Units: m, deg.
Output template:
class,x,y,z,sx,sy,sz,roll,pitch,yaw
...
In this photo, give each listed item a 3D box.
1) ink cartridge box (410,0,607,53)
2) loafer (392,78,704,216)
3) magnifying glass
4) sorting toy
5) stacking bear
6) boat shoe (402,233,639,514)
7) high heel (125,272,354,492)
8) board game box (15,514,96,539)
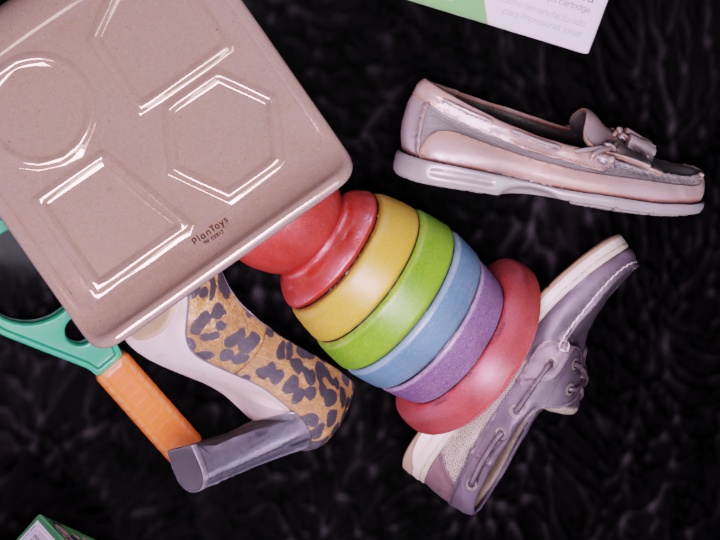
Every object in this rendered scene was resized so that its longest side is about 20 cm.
class,x,y,z,sx,sy,sz,roll,pitch,yaw
ink cartridge box,0.093,-0.247,1.711,0.146,0.084,0.201,14,105,-21
loafer,0.120,-0.074,1.792,0.199,0.072,0.063,6,100,-16
magnifying glass,-0.165,0.040,1.772,0.080,0.022,0.200,-39,113,-1
sorting toy,-0.131,-0.084,1.693,0.185,0.036,0.200,-35,87,-2
stacking bear,0.000,0.000,1.762,0.200,0.114,0.122,36,94,-19
boat shoe,0.110,0.066,1.824,0.065,0.072,0.200,43,99,11
high heel,-0.074,0.021,1.778,0.142,0.071,0.201,-21,102,-42
board game box,-0.221,0.243,1.781,0.200,0.029,0.135,-47,152,3
